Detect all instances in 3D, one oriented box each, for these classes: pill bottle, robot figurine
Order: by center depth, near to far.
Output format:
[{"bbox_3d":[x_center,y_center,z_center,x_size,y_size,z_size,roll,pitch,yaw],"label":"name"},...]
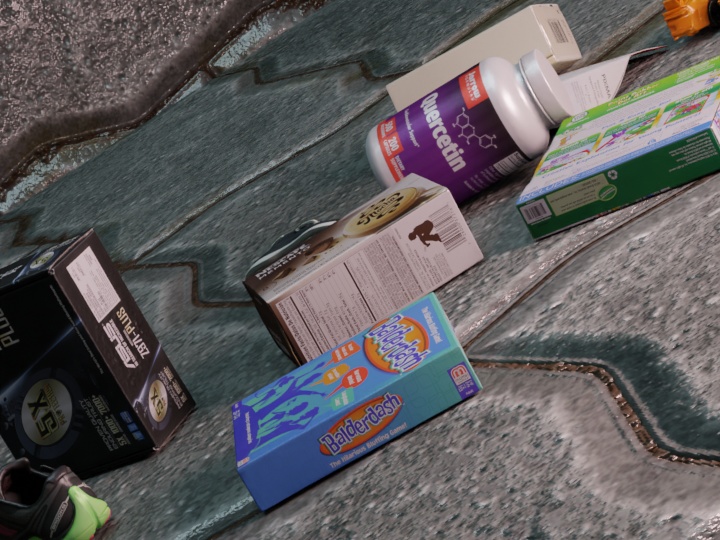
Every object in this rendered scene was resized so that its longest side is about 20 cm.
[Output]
[{"bbox_3d":[0.111,-0.139,1.870,0.199,0.113,0.113,-31,15,18],"label":"pill bottle"},{"bbox_3d":[0.411,-0.320,2.005,0.144,0.059,0.200,-13,24,44],"label":"robot figurine"}]

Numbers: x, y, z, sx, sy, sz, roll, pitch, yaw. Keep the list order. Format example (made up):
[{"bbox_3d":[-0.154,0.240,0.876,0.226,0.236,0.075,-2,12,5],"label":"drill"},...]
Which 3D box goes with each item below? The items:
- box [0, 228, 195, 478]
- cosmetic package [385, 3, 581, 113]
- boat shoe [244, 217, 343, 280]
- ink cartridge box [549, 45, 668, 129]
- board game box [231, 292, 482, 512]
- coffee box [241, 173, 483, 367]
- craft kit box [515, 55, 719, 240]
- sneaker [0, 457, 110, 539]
[{"bbox_3d":[-0.279,0.086,1.745,0.163,0.201,0.086,-19,18,31],"label":"box"},{"bbox_3d":[0.141,-0.226,2.114,0.199,0.074,0.103,-28,-4,26],"label":"cosmetic package"},{"bbox_3d":[-0.036,-0.022,1.873,0.199,0.076,0.060,-16,27,40],"label":"boat shoe"},{"bbox_3d":[0.221,-0.188,2.010,0.199,0.048,0.159,-21,7,-39],"label":"ink cartridge box"},{"bbox_3d":[-0.008,0.102,1.497,0.199,0.045,0.152,-29,16,2],"label":"board game box"},{"bbox_3d":[0.000,0.000,1.730,0.199,0.080,0.113,-32,17,-7],"label":"coffee box"},{"bbox_3d":[0.256,-0.118,1.703,0.198,0.049,0.198,-21,21,29],"label":"craft kit box"},{"bbox_3d":[-0.299,0.205,1.636,0.199,0.084,0.077,-16,20,41],"label":"sneaker"}]
